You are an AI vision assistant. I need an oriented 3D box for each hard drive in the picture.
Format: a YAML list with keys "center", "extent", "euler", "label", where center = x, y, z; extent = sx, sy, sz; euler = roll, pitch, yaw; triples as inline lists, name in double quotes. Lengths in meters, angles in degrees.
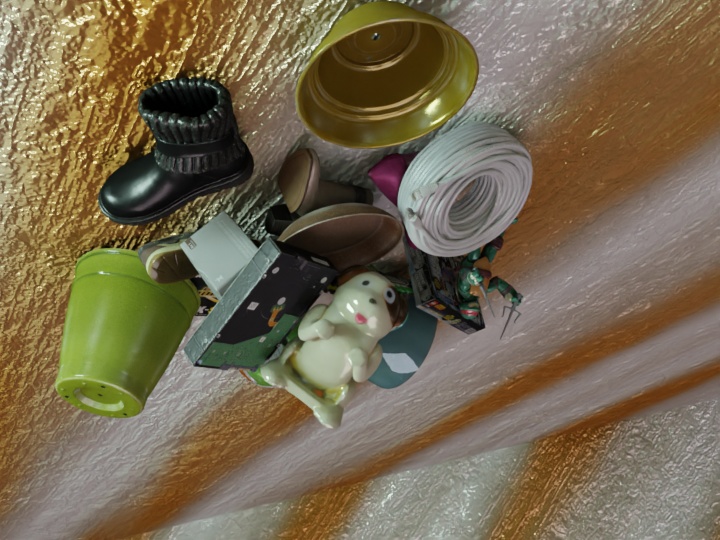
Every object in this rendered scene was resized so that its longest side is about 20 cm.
- center: [-0.134, 0.053, 1.024]
  extent: [0.201, 0.038, 0.139]
  euler: [-52, 148, 14]
  label: "hard drive"

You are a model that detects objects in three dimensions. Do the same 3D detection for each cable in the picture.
- center: [0.146, -0.107, 1.042]
  extent: [0.198, 0.069, 0.201]
  euler: [-34, 144, -4]
  label: "cable"

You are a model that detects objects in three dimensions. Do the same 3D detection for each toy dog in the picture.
- center: [-0.015, 0.096, 1.078]
  extent: [0.201, 0.139, 0.194]
  euler: [-55, 168, 18]
  label: "toy dog"

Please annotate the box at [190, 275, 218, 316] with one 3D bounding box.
- center: [-0.232, 0.022, 1.237]
  extent: [0.197, 0.050, 0.160]
  euler: [4, 151, -29]
  label: "box"

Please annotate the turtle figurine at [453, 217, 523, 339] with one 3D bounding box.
- center: [0.198, 0.006, 1.212]
  extent: [0.099, 0.204, 0.149]
  euler: [7, 179, 36]
  label: "turtle figurine"

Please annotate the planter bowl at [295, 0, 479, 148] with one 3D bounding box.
- center: [0.023, -0.226, 0.807]
  extent: [0.196, 0.085, 0.201]
  euler: [-9, 154, -4]
  label: "planter bowl"

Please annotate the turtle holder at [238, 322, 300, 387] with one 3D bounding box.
- center: [-0.141, 0.115, 1.285]
  extent: [0.141, 0.187, 0.131]
  euler: [43, 147, -17]
  label: "turtle holder"

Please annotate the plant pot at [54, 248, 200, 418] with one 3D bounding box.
- center: [-0.359, 0.106, 1.120]
  extent: [0.196, 0.196, 0.202]
  euler: [6, 145, 4]
  label: "plant pot"

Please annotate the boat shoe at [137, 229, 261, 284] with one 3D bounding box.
- center: [-0.235, -0.031, 1.113]
  extent: [0.198, 0.065, 0.074]
  euler: [-7, 129, -48]
  label: "boat shoe"

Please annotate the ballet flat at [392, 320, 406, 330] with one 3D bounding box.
- center: [-0.006, 0.083, 1.200]
  extent: [0.071, 0.073, 0.199]
  euler: [13, 148, -39]
  label: "ballet flat"

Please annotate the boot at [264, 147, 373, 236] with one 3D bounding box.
- center: [-0.046, -0.103, 1.055]
  extent: [0.144, 0.071, 0.200]
  euler: [-4, 155, -29]
  label: "boot"

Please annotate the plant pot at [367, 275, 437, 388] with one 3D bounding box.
- center: [0.023, 0.092, 1.335]
  extent: [0.133, 0.203, 0.199]
  euler: [26, 138, -29]
  label: "plant pot"

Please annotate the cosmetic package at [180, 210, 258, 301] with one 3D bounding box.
- center: [-0.170, 0.020, 1.086]
  extent: [0.090, 0.107, 0.201]
  euler: [-37, 150, -13]
  label: "cosmetic package"

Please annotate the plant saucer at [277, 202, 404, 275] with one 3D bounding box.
- center: [-0.037, -0.045, 1.058]
  extent: [0.197, 0.037, 0.201]
  euler: [-15, 159, -6]
  label: "plant saucer"

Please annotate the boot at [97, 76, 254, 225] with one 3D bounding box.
- center: [-0.233, -0.139, 0.875]
  extent: [0.208, 0.080, 0.158]
  euler: [-23, 160, -1]
  label: "boot"

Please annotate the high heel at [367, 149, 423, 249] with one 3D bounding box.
- center: [0.054, -0.095, 1.095]
  extent: [0.095, 0.068, 0.202]
  euler: [-17, 140, -11]
  label: "high heel"

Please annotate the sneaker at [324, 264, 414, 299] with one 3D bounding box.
- center: [0.000, 0.000, 1.201]
  extent: [0.197, 0.087, 0.078]
  euler: [19, 154, -13]
  label: "sneaker"

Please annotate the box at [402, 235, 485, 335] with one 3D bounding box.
- center: [0.143, 0.019, 1.278]
  extent: [0.039, 0.139, 0.199]
  euler: [-23, 152, 25]
  label: "box"
